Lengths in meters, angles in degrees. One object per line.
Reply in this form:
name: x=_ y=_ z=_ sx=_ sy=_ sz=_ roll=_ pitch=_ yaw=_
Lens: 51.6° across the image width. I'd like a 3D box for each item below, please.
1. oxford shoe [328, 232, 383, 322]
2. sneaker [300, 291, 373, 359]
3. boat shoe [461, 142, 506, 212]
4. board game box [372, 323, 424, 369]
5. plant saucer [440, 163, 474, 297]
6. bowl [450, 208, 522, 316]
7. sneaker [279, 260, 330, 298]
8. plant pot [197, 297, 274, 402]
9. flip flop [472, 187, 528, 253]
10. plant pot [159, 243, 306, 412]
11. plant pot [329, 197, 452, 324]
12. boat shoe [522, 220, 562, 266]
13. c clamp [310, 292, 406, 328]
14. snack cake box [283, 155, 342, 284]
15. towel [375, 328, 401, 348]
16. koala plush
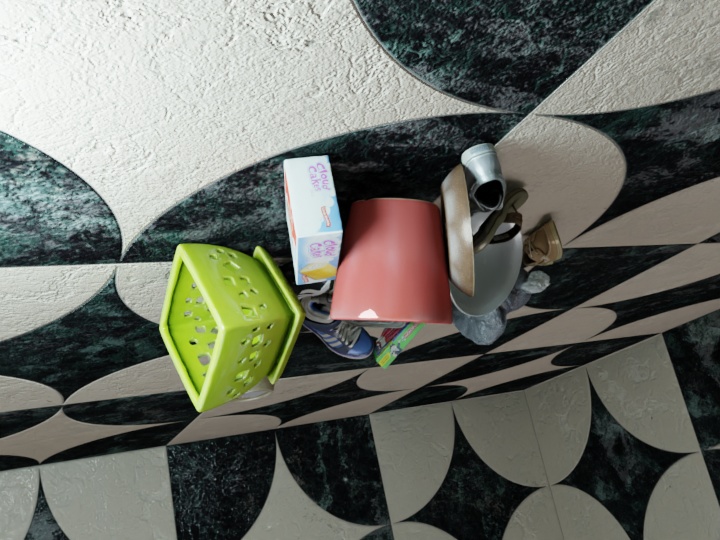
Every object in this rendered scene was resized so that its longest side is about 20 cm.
oxford shoe: x=-0.013 y=0.024 z=1.312 sx=0.084 sy=0.201 sz=0.073 roll=-37 pitch=-157 yaw=4
sneaker: x=-0.045 y=0.115 z=1.587 sx=0.198 sy=0.082 sz=0.146 roll=33 pitch=160 yaw=-4
boat shoe: x=0.194 y=-0.128 z=1.172 sx=0.068 sy=0.073 sz=0.201 roll=-16 pitch=163 yaw=7
board game box: x=0.105 y=0.115 z=1.578 sx=0.200 sy=0.029 sz=0.135 roll=-48 pitch=-178 yaw=0
plant saucer: x=0.147 y=-0.059 z=1.144 sx=0.036 sy=0.206 sz=0.201 roll=-5 pitch=163 yaw=5
bowl: x=0.200 y=-0.025 z=1.364 sx=0.198 sy=0.207 sz=0.090 roll=2 pitch=-170 yaw=-39
sneaker: x=-0.132 y=0.015 z=1.364 sx=0.110 sy=0.075 sz=0.199 roll=4 pitch=155 yaw=-40
plant pot: x=-0.234 y=0.151 z=1.487 sx=0.182 sy=0.205 sz=0.188 roll=-12 pitch=162 yaw=-4
flip flop: x=0.237 y=-0.074 z=1.239 sx=0.081 sy=0.057 sz=0.200 roll=-53 pitch=175 yaw=38
plant pot: x=-0.210 y=0.085 z=1.248 sx=0.178 sy=0.200 sz=0.203 roll=-7 pitch=136 yaw=-37
plant pot: x=0.051 y=-0.011 z=1.147 sx=0.195 sy=0.182 sz=0.200 roll=3 pitch=176 yaw=0
boat shoe: x=0.373 y=-0.045 z=1.542 sx=0.063 sy=0.073 sz=0.200 roll=-14 pitch=163 yaw=2
c clamp: x=-0.012 y=0.069 z=1.448 sx=0.196 sy=0.028 sz=0.172 roll=2 pitch=145 yaw=32
snack cake box: x=-0.072 y=-0.068 z=1.094 sx=0.065 sy=0.118 sz=0.201 roll=-7 pitch=162 yaw=-7
towel: x=0.111 y=0.070 z=1.574 sx=0.200 sy=0.023 sz=0.144 roll=-47 pitch=-178 yaw=22
koala plush: x=0.303 y=0.052 z=1.636 sx=0.197 sy=0.188 sz=0.177 roll=-17 pitch=174 yaw=-32
